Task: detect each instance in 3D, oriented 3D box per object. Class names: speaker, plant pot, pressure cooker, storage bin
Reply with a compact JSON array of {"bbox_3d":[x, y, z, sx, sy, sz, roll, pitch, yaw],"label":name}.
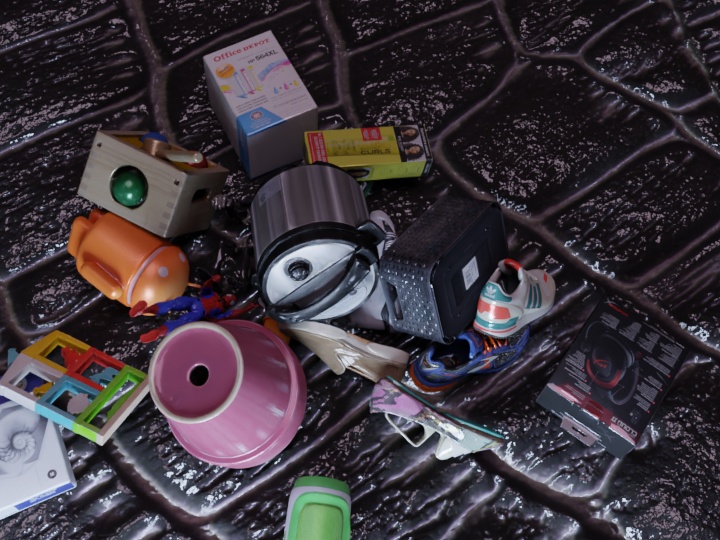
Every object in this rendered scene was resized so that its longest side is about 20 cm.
[{"bbox_3d":[-0.061,0.375,1.116,0.087,0.089,0.202,7,63,0],"label":"speaker"},{"bbox_3d":[-0.186,0.151,1.143,0.197,0.179,0.203,-4,71,11],"label":"plant pot"},{"bbox_3d":[-0.064,-0.026,1.187,0.176,0.177,0.201,0,46,-14],"label":"pressure cooker"},{"bbox_3d":[0.127,-0.006,1.258,0.093,0.136,0.200,11,41,37],"label":"storage bin"}]

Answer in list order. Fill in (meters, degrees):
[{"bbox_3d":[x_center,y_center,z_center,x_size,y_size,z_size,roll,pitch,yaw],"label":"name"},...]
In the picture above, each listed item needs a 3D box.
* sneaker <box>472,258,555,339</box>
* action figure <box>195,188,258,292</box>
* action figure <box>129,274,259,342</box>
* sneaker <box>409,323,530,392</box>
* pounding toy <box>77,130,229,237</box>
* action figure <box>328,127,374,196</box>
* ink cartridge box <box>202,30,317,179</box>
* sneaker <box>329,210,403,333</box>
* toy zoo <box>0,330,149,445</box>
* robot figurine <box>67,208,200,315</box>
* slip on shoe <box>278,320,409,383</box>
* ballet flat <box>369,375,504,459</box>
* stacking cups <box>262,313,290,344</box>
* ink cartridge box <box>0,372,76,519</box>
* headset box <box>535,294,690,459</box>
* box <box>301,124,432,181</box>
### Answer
[{"bbox_3d":[0.236,0.023,1.269,0.070,0.094,0.199,23,33,32],"label":"sneaker"},{"bbox_3d":[-0.169,-0.066,1.327,0.117,0.102,0.202,15,64,16],"label":"action figure"},{"bbox_3d":[-0.221,0.047,1.221,0.098,0.200,0.066,-26,85,25],"label":"action figure"},{"bbox_3d":[0.168,0.116,1.264,0.198,0.079,0.076,-25,68,-17],"label":"sneaker"},{"bbox_3d":[-0.295,-0.144,1.279,0.182,0.200,0.144,25,103,10],"label":"pounding toy"},{"bbox_3d":[-0.028,-0.134,1.399,0.117,0.055,0.202,19,67,3],"label":"action figure"},{"bbox_3d":[-0.169,-0.282,1.423,0.127,0.126,0.201,-25,67,-15],"label":"ink cartridge box"},{"bbox_3d":[0.000,0.000,1.315,0.113,0.075,0.202,-3,66,-7],"label":"sneaker"},{"bbox_3d":[-0.410,0.154,1.213,0.198,0.021,0.131,24,38,9],"label":"toy zoo"},{"bbox_3d":[-0.336,-0.012,1.280,0.199,0.144,0.117,33,84,9],"label":"robot figurine"},{"bbox_3d":[-0.028,0.119,1.246,0.198,0.076,0.061,20,82,-15],"label":"slip on shoe"},{"bbox_3d":[0.102,0.219,1.213,0.198,0.069,0.072,27,84,-1],"label":"ballet flat"},{"bbox_3d":[-0.121,0.061,1.292,0.060,0.061,0.202,14,66,4],"label":"stacking cups"},{"bbox_3d":[-0.514,0.241,1.182,0.198,0.041,0.201,-22,66,-14],"label":"ink cartridge box"},{"bbox_3d":[0.361,0.161,1.254,0.148,0.075,0.201,33,66,13],"label":"headset box"},{"bbox_3d":[0.010,-0.185,1.368,0.197,0.050,0.076,-5,64,-11],"label":"box"}]
